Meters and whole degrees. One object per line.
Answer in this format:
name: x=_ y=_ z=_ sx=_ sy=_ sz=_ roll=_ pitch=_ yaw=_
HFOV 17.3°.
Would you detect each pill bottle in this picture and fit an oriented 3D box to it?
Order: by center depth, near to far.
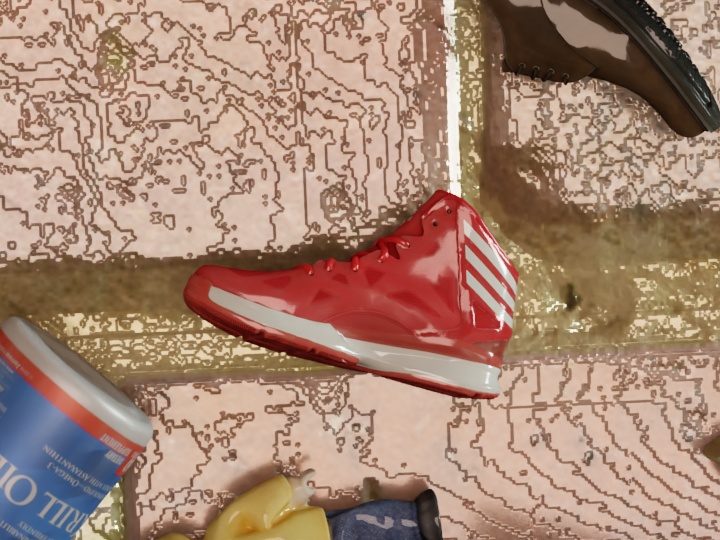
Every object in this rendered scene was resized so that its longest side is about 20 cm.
pill bottle: x=-0.221 y=0.136 z=1.362 sx=0.112 sy=0.112 sz=0.200 roll=38 pitch=90 yaw=-5

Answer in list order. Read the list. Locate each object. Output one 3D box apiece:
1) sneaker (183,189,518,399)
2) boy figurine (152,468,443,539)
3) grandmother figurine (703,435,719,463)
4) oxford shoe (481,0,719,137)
sneaker: x=0.000 y=0.000 z=1.400 sx=0.199 sy=0.078 sz=0.116 roll=17 pitch=83 yaw=-17
boy figurine: x=-0.047 y=0.184 z=1.402 sx=0.199 sy=0.064 sz=0.125 roll=-9 pitch=94 yaw=-3
grandmother figurine: x=0.300 y=0.170 z=1.433 sx=0.121 sy=0.061 sz=0.200 roll=-31 pitch=98 yaw=25
oxford shoe: x=0.128 y=-0.139 z=1.403 sx=0.200 sy=0.073 sz=0.084 roll=40 pitch=106 yaw=-3
